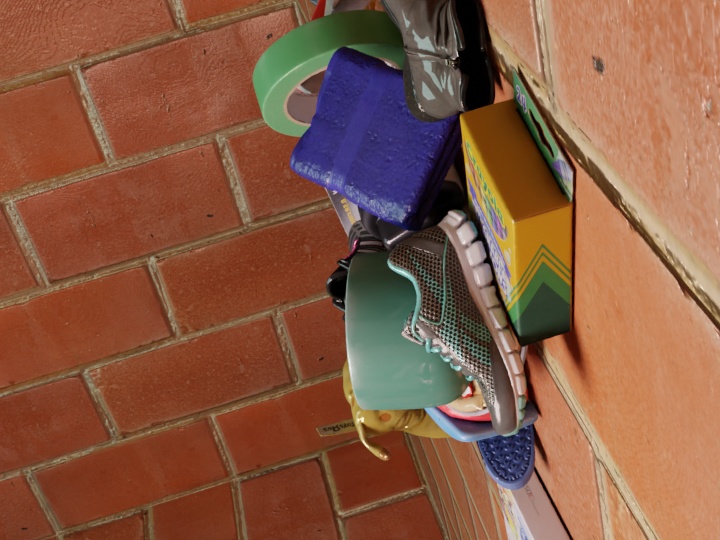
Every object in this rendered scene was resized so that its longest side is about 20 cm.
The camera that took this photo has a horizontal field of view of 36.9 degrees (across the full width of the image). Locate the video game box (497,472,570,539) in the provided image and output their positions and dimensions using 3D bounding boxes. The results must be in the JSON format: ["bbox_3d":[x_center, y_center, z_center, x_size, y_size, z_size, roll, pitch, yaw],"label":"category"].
[{"bbox_3d":[0.223,0.345,1.350,0.200,0.047,0.183,-112,5,-59],"label":"video game box"}]

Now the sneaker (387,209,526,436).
[{"bbox_3d":[0.083,0.053,0.943,0.078,0.091,0.201,71,180,-82],"label":"sneaker"}]

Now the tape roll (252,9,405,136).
[{"bbox_3d":[-0.027,-0.231,1.288,0.201,0.200,0.048,82,170,-71],"label":"tape roll"}]

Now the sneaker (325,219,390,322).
[{"bbox_3d":[0.000,0.000,1.263,0.200,0.087,0.074,-107,22,-53],"label":"sneaker"}]

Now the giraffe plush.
[{"bbox_3d":[0.042,0.111,1.319,0.172,0.199,0.163,38,133,36],"label":"giraffe plush"}]

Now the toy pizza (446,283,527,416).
[{"bbox_3d":[0.105,0.052,1.132,0.200,0.032,0.201,-1,89,60],"label":"toy pizza"}]

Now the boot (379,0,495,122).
[{"bbox_3d":[0.073,-0.232,0.959,0.131,0.067,0.201,180,75,-73],"label":"boot"}]

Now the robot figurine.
[{"bbox_3d":[0.047,-0.112,1.243,0.150,0.124,0.201,89,170,-58],"label":"robot figurine"}]

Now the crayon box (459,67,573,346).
[{"bbox_3d":[0.128,-0.047,0.886,0.200,0.051,0.126,78,175,-51],"label":"crayon box"}]

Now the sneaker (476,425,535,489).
[{"bbox_3d":[0.170,0.189,1.315,0.078,0.070,0.201,72,-175,-46],"label":"sneaker"}]

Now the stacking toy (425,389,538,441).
[{"bbox_3d":[0.132,0.077,1.194,0.116,0.109,0.201,-143,45,-58],"label":"stacking toy"}]

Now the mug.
[{"bbox_3d":[0.056,0.043,1.051,0.152,0.114,0.186,68,-158,-60],"label":"mug"}]

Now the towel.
[{"bbox_3d":[0.021,-0.138,1.119,0.200,0.049,0.148,31,102,43],"label":"towel"}]

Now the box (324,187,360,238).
[{"bbox_3d":[0.046,-0.045,1.449,0.200,0.048,0.159,7,-125,-63],"label":"box"}]

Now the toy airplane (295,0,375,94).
[{"bbox_3d":[-0.023,-0.302,1.414,0.200,0.141,0.200,-63,-11,-70],"label":"toy airplane"}]
